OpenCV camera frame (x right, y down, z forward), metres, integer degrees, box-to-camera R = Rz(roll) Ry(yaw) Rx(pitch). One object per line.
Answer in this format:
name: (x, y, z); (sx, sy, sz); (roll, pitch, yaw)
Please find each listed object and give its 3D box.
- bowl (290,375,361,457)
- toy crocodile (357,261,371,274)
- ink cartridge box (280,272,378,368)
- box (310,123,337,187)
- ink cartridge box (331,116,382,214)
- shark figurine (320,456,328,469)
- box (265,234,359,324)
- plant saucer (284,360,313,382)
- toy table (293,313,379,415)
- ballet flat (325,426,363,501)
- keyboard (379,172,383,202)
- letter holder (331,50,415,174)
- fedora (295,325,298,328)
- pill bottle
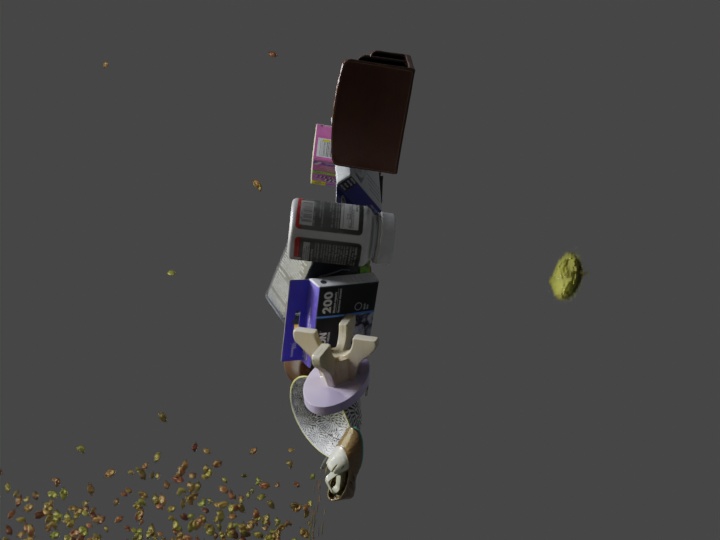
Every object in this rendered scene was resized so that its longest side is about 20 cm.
bowl: (-0.059, 0.305, 1.436); (0.093, 0.199, 0.204); (-29, -38, -40)
toy crocodile: (0.000, 0.000, 1.459); (0.066, 0.061, 0.206); (0, 91, 44)
ink cartridge box: (-0.065, 0.109, 1.376); (0.043, 0.195, 0.203); (46, 134, 53)
box: (-0.044, -0.301, 1.748); (0.200, 0.171, 0.100); (122, 154, -78)
ink cartridge box: (-0.004, -0.198, 1.383); (0.199, 0.040, 0.206); (37, -134, -63)
shark figurine: (-0.069, 0.370, 1.601); (0.129, 0.087, 0.220); (-124, 42, -59)
box: (-0.098, 0.007, 1.414); (0.104, 0.146, 0.203); (46, 121, 36)
plant saucer: (-0.076, 0.203, 1.477); (0.037, 0.195, 0.205); (-126, 38, -51)
toy table: (-0.047, 0.181, 1.294); (0.201, 0.178, 0.120); (-68, -24, -65)
ballet flat: (-0.040, 0.413, 1.345); (0.068, 0.071, 0.204); (44, 139, 37)
keyboard: (0.032, -0.164, 1.579); (0.201, 0.020, 0.130); (106, 169, -61)
letter holder: (0.016, -0.306, 1.235); (0.101, 0.138, 0.204); (-92, 9, -59)
fedora: (-0.092, 0.108, 1.606); (0.199, 0.082, 0.201); (-39, 14, 12)
pill bottle: (-0.037, -0.069, 1.222); (0.114, 0.194, 0.117); (-174, 90, -85)
